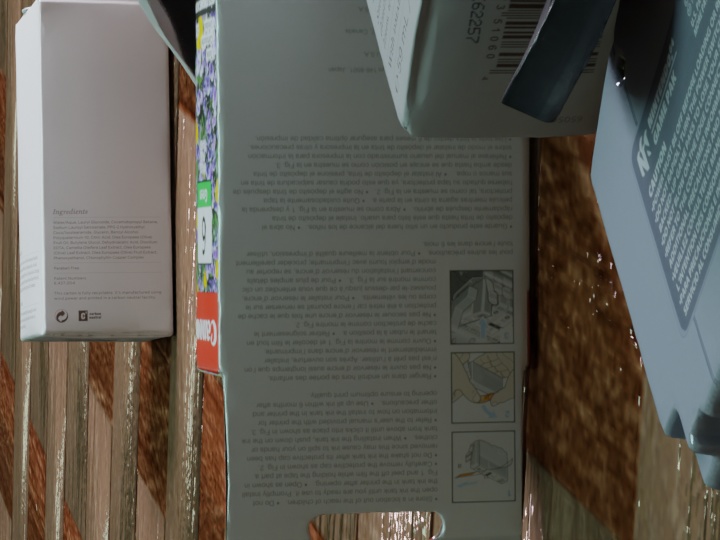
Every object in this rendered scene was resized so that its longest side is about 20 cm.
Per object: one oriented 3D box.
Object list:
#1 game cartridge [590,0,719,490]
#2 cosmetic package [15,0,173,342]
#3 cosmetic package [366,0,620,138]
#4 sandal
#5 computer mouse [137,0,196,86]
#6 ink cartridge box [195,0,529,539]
[{"bbox_3d":[0.101,-0.060,0.720,0.201,0.040,0.134,103,158,-46],"label":"game cartridge"},{"bbox_3d":[-0.162,-0.058,1.781,0.108,0.084,0.201,172,99,-77],"label":"cosmetic package"},{"bbox_3d":[0.035,-0.142,0.930,0.201,0.074,0.102,-106,21,-47],"label":"cosmetic package"},{"bbox_3d":[0.059,-0.135,0.783,0.076,0.043,0.201,105,177,-79],"label":"sandal"},{"bbox_3d":[-0.044,-0.090,1.197,0.110,0.044,0.200,-96,-20,-46],"label":"computer mouse"},{"bbox_3d":[0.000,0.000,0.998,0.050,0.108,0.201,-178,88,-77],"label":"ink cartridge box"}]
